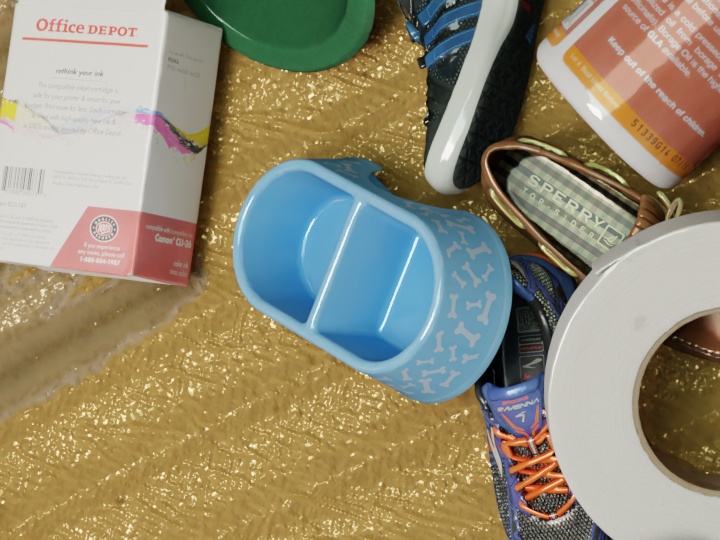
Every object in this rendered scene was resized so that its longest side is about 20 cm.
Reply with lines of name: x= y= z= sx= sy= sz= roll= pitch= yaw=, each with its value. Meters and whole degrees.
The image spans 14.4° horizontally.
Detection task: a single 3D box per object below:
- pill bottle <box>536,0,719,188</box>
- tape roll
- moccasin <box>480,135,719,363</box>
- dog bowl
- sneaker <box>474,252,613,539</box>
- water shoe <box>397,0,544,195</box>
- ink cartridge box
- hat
pill bottle: x=0.204 y=-0.150 z=1.578 sx=0.200 sy=0.112 sz=0.112 roll=-44 pitch=72 yaw=11
tape roll: x=0.199 y=0.067 z=1.552 sx=0.202 sy=0.037 sz=0.203 roll=0 pitch=101 yaw=0
moccasin: x=0.155 y=-0.014 z=1.596 sx=0.201 sy=0.078 sz=0.074 roll=40 pitch=96 yaw=14
dog bowl: x=0.000 y=0.000 z=1.628 sx=0.200 sy=0.050 sz=0.112 roll=30 pitch=102 yaw=45
sneaker: x=0.095 y=0.086 z=1.610 sx=0.075 sy=0.078 sz=0.200 roll=-16 pitch=79 yaw=18
water shoe: x=0.058 y=-0.141 z=1.656 sx=0.079 sy=0.071 sz=0.200 roll=12 pitch=78 yaw=24
ink cartridge box: x=-0.153 y=-0.097 z=1.718 sx=0.116 sy=0.067 sz=0.200 roll=7 pitch=88 yaw=30
hat: x=-0.020 y=-0.248 z=1.715 sx=0.165 sy=0.176 sz=0.200 roll=12 pitch=132 yaw=33
